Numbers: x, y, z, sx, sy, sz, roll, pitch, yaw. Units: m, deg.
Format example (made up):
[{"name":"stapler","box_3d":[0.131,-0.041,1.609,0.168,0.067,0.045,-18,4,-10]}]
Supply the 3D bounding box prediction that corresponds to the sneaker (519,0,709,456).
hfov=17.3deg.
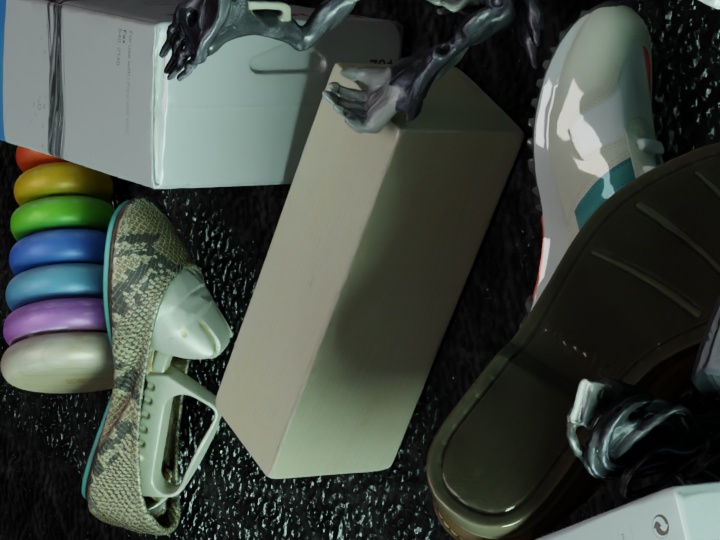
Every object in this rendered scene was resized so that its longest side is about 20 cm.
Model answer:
[{"name":"sneaker","box_3d":[0.122,-0.011,1.000,0.093,0.070,0.200,8,94,33]}]

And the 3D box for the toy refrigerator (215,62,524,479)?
[{"name":"toy refrigerator","box_3d":[0.000,0.000,1.150,0.070,0.076,0.200,49,129,42]}]

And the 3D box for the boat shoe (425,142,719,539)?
[{"name":"boat shoe","box_3d":[0.101,0.029,0.935,0.072,0.200,0.068,44,170,22]}]

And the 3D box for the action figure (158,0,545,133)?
[{"name":"action figure","box_3d":[0.004,-0.130,1.037,0.102,0.200,0.119,-35,63,55]}]

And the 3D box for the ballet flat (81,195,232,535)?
[{"name":"ballet flat","box_3d":[-0.108,0.058,1.323,0.075,0.068,0.200,19,114,24]}]

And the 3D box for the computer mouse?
[{"name":"computer mouse","box_3d":[0.164,0.001,0.869,0.200,0.138,0.053,-48,56,18]}]

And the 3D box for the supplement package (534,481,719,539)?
[{"name":"supplement package","box_3d":[0.127,0.173,0.910,0.200,0.150,0.152,-30,67,51]}]

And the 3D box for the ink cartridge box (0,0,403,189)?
[{"name":"ink cartridge box","box_3d":[-0.094,-0.099,1.216,0.200,0.146,0.086,20,109,53]}]

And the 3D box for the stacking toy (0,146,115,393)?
[{"name":"stacking toy","box_3d":[-0.172,-0.032,1.400,0.085,0.085,0.201,-23,66,53]}]

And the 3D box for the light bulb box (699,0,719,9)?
[{"name":"light bulb box","box_3d":[0.141,-0.215,0.902,0.198,0.125,0.200,33,117,50]}]
